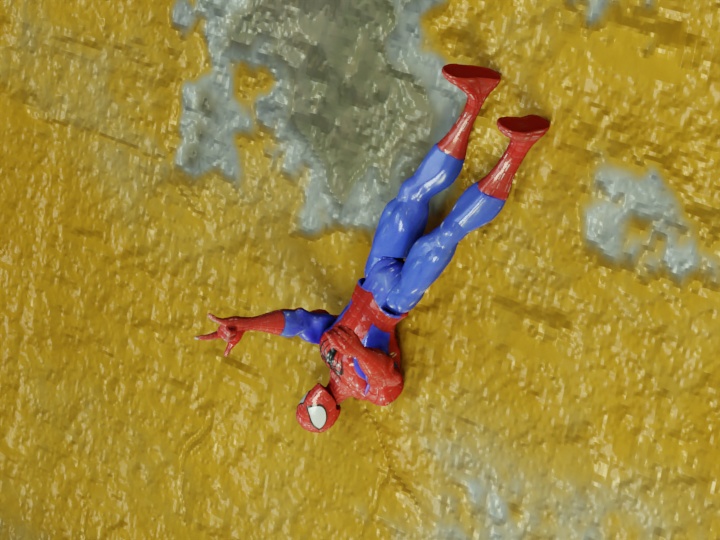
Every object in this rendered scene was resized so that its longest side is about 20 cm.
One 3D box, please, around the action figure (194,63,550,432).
[{"bbox_3d":[0.000,0.000,1.183,0.065,0.099,0.200,48,125,34],"label":"action figure"}]
